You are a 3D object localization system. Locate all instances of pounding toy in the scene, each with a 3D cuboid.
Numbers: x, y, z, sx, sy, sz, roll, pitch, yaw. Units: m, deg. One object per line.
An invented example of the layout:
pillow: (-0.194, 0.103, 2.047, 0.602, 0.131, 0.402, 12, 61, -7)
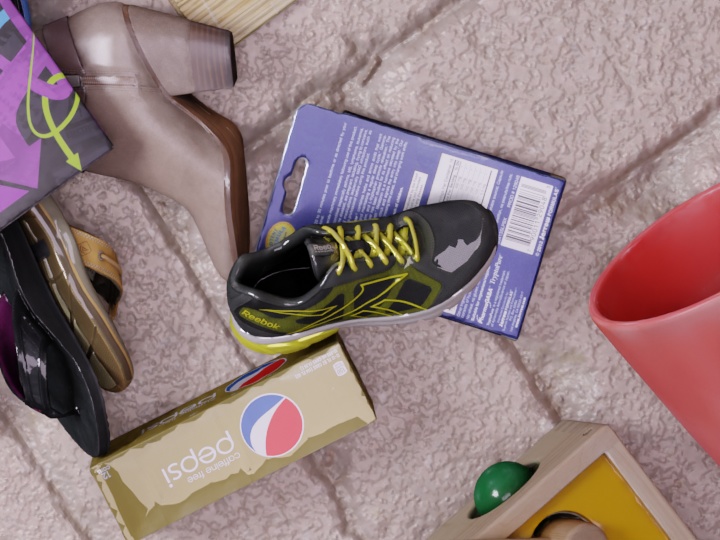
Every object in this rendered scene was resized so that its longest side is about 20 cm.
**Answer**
pounding toy: (0.129, 0.207, 1.740, 0.184, 0.142, 0.200, -40, 98, -11)

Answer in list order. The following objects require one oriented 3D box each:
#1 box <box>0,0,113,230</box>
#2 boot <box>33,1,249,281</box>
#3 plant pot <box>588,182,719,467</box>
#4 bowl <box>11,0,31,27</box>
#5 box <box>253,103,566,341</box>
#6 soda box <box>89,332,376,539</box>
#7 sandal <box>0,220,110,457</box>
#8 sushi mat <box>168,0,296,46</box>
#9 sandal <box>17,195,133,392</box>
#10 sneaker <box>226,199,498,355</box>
box: (-0.280, -0.122, 1.683, 0.143, 0.036, 0.201, -37, 97, -11)
boot: (-0.156, -0.088, 1.752, 0.145, 0.070, 0.202, -3, 97, 4)
plant pot: (0.285, 0.049, 1.733, 0.200, 0.201, 0.178, -32, 108, 2)
bowl: (-0.322, -0.163, 1.716, 0.199, 0.039, 0.202, -2, 96, -18)
box: (0.034, -0.037, 1.778, 0.199, 0.032, 0.122, 17, 96, -5)
soda box: (-0.091, 0.117, 1.775, 0.199, 0.068, 0.064, -27, 99, 1)
sandal: (-0.237, 0.045, 1.755, 0.048, 0.075, 0.202, -27, 90, -28)
sushi mat: (-0.052, -0.243, 1.757, 0.199, 0.012, 0.096, -36, 96, 2)
sandal: (-0.201, -0.009, 1.758, 0.054, 0.080, 0.201, -28, 98, -27)
sneaker: (0.000, 0.000, 1.712, 0.199, 0.085, 0.075, -22, 65, 1)
